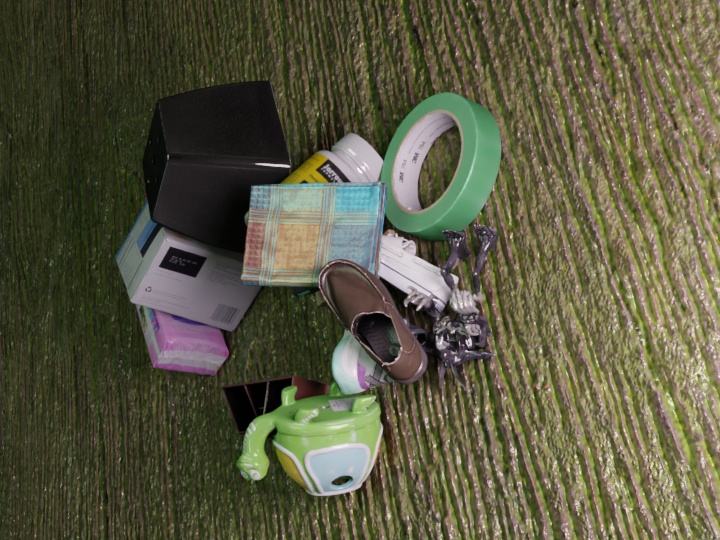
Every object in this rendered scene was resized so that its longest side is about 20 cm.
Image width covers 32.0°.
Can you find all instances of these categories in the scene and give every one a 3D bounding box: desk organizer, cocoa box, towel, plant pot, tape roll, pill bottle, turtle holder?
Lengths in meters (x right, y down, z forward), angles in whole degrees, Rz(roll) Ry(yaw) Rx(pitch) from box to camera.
[{"bbox_3d":[-0.128,0.203,1.858,0.200,0.077,0.072,-14,64,50],"label":"desk organizer"},{"bbox_3d":[-0.275,-0.010,2.047,0.134,0.199,0.131,-57,37,21],"label":"cocoa box"},{"bbox_3d":[-0.065,-0.049,1.700,0.199,0.022,0.147,1,77,20],"label":"towel"},{"bbox_3d":[-0.228,-0.161,1.903,0.200,0.177,0.200,115,149,-42],"label":"plant pot"},{"bbox_3d":[0.107,-0.142,1.722,0.200,0.048,0.201,-26,55,46],"label":"tape roll"},{"bbox_3d":[-0.059,-0.100,1.810,0.200,0.114,0.114,-43,33,-13],"label":"pill bottle"},{"bbox_3d":[-0.058,0.231,1.666,0.141,0.185,0.132,9,108,49],"label":"turtle holder"}]

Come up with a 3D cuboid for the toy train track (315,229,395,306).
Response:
[{"bbox_3d":[0.000,0.000,1.821,0.200,0.032,0.115,-40,53,45],"label":"toy train track"}]

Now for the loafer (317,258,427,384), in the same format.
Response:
[{"bbox_3d":[0.011,0.054,1.593,0.073,0.071,0.200,-44,63,3],"label":"loafer"}]

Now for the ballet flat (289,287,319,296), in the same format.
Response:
[{"bbox_3d":[-0.090,-0.039,1.899,0.068,0.068,0.201,-38,33,29],"label":"ballet flat"}]

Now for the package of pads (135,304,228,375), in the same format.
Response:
[{"bbox_3d":[-0.305,0.086,2.113,0.076,0.120,0.200,-57,37,28],"label":"package of pads"}]

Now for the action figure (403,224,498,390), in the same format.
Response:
[{"bbox_3d":[0.115,0.043,1.580,0.118,0.102,0.201,0,72,39],"label":"action figure"}]

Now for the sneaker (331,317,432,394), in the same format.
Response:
[{"bbox_3d":[0.042,0.077,1.680,0.139,0.078,0.201,-10,47,16],"label":"sneaker"}]

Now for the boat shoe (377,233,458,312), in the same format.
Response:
[{"bbox_3d":[0.049,-0.015,1.701,0.200,0.074,0.065,35,88,26],"label":"boat shoe"}]
